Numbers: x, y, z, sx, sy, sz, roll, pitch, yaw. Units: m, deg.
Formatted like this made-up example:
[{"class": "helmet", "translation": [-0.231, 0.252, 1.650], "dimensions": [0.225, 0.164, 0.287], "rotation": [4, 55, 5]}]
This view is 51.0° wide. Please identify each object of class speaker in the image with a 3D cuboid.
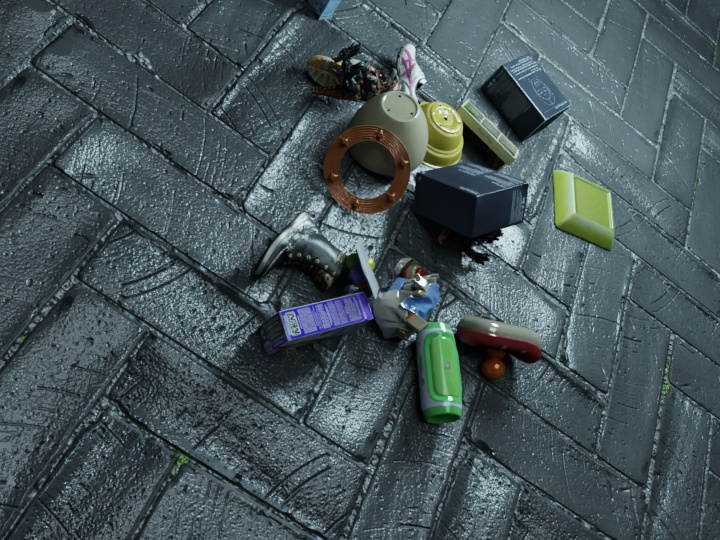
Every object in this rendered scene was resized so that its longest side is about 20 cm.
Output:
[{"class": "speaker", "translation": [0.164, 0.215, 1.587], "dimensions": [0.088, 0.088, 0.200], "rotation": [11, 60, -26]}]

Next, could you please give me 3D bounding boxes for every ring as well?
[{"class": "ring", "translation": [0.016, -0.227, 1.703], "dimensions": [0.200, 0.019, 0.201], "rotation": [-1, 98, -8]}]

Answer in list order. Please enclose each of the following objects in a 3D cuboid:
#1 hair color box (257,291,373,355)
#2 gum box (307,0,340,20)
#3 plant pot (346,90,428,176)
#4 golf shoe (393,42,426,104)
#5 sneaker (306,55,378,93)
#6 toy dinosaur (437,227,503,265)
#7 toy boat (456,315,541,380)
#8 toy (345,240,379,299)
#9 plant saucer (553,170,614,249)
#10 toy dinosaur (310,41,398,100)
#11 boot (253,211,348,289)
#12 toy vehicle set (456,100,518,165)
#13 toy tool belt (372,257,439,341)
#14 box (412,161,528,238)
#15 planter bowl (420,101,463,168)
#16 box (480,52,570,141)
[{"class": "hair color box", "translation": [-0.088, 0.103, 1.481], "dimensions": [0.200, 0.109, 0.065], "rotation": [-11, 76, -34]}, {"class": "gum box", "translation": [-0.089, -0.765, 1.896], "dimensions": [0.044, 0.200, 0.170], "rotation": [-20, 76, -36]}, {"class": "plant pot", "translation": [0.075, -0.343, 1.777], "dimensions": [0.200, 0.135, 0.201], "rotation": [6, 59, -10]}, {"class": "golf shoe", "translation": [0.126, -0.501, 1.952], "dimensions": [0.092, 0.073, 0.200], "rotation": [11, 63, -2]}, {"class": "sneaker", "translation": [-0.042, -0.490, 1.869], "dimensions": [0.200, 0.076, 0.088], "rotation": [13, 36, -22]}, {"class": "toy dinosaur", "translation": [0.259, -0.086, 1.819], "dimensions": [0.200, 0.102, 0.136], "rotation": [-30, 59, -24]}, {"class": "toy boat", "translation": [0.307, 0.180, 1.685], "dimensions": [0.200, 0.130, 0.131], "rotation": [13, 89, -24]}, {"class": "toy", "translation": [0.000, 0.000, 1.564], "dimensions": [0.200, 0.047, 0.115], "rotation": [-43, 112, -81]}, {"class": "plant saucer", "translation": [0.632, -0.179, 2.102], "dimensions": [0.199, 0.048, 0.200], "rotation": [20, 57, -20]}, {"class": "toy dinosaur", "translation": [-0.013, -0.447, 1.790], "dimensions": [0.200, 0.136, 0.102], "rotation": [-29, 55, -7]}, {"class": "boot", "translation": [-0.116, -0.019, 1.557], "dimensions": [0.151, 0.073, 0.200], "rotation": [41, 43, -4]}, {"class": "toy vehicle set", "translation": [0.339, -0.368, 2.010], "dimensions": [0.200, 0.027, 0.124], "rotation": [44, 25, -4]}, {"class": "toy tool belt", "translation": [0.122, 0.060, 1.613], "dimensions": [0.200, 0.123, 0.125], "rotation": [-56, 132, -39]}, {"class": "box", "translation": [0.257, -0.171, 1.776], "dimensions": [0.182, 0.104, 0.200], "rotation": [-16, 31, -36]}, {"class": "planter bowl", "translation": [0.198, -0.366, 1.924], "dimensions": [0.200, 0.083, 0.201], "rotation": [14, 59, -24]}, {"class": "box", "translation": [0.468, -0.493, 2.138], "dimensions": [0.148, 0.107, 0.200], "rotation": [-32, 83, -39]}]
